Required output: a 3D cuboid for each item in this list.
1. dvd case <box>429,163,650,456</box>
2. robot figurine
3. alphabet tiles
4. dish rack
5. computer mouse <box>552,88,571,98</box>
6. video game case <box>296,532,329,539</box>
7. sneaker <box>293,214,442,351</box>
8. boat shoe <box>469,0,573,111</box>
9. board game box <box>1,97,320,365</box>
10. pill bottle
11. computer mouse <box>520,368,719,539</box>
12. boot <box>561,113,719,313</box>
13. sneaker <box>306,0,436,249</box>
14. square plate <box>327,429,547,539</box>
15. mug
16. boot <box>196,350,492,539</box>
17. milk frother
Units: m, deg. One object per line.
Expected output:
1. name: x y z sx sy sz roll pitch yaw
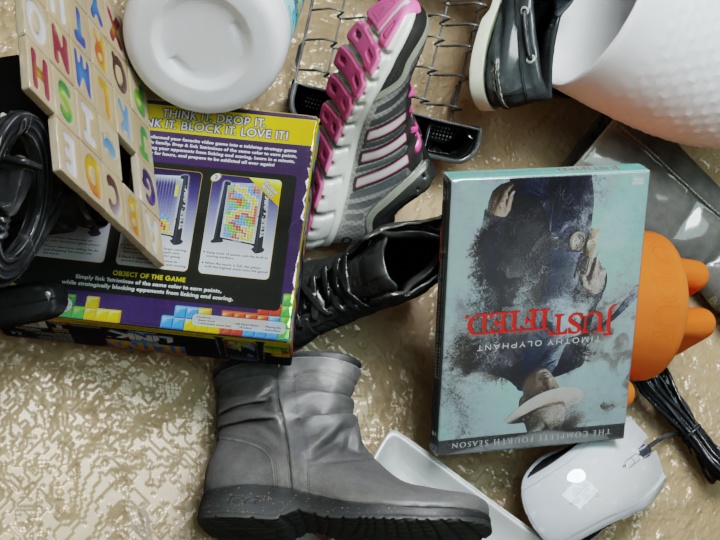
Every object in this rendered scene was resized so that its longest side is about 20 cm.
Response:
1. dvd case: 0.122 0.028 0.991 0.145 0.022 0.201 -3 111 -15
2. robot figurine: 0.162 0.022 1.077 0.199 0.117 0.144 3 107 -18
3. alphabet tiles: -0.163 -0.111 0.876 0.008 0.200 0.168 -12 69 9
4. dish rack: 0.031 -0.193 1.098 0.153 0.055 0.201 12 92 -18
5. computer mouse: 0.235 -0.210 1.219 0.199 0.046 0.141 3 73 -20
6. video game case: -0.028 0.238 0.987 0.143 0.018 0.200 33 64 -9
7. sneaker: 0.001 0.003 1.009 0.199 0.104 0.060 -20 82 -13
8. boat shoe: 0.137 -0.212 1.089 0.066 0.075 0.200 7 68 29
9. board game box: -0.135 -0.030 0.980 0.199 0.057 0.166 7 68 2
10. pill bottle: -0.094 -0.199 1.018 0.111 0.111 0.200 27 30 -11
11. computer mouse: 0.198 0.143 1.068 0.200 0.044 0.110 -25 82 -40
12. boot: 0.279 -0.070 1.186 0.200 0.073 0.182 41 61 3
13. sneaker: 0.019 -0.100 1.036 0.087 0.200 0.074 10 26 -21
14. square plate: 0.049 0.245 0.988 0.198 0.028 0.200 37 63 -7
15. mug: 0.248 -0.187 1.124 0.175 0.148 0.200 23 34 -20
16. boot: -0.008 0.115 0.967 0.199 0.070 0.132 5 59 3
17. milk frother: -0.258 -0.058 0.858 0.187 0.200 0.181 -7 72 4
